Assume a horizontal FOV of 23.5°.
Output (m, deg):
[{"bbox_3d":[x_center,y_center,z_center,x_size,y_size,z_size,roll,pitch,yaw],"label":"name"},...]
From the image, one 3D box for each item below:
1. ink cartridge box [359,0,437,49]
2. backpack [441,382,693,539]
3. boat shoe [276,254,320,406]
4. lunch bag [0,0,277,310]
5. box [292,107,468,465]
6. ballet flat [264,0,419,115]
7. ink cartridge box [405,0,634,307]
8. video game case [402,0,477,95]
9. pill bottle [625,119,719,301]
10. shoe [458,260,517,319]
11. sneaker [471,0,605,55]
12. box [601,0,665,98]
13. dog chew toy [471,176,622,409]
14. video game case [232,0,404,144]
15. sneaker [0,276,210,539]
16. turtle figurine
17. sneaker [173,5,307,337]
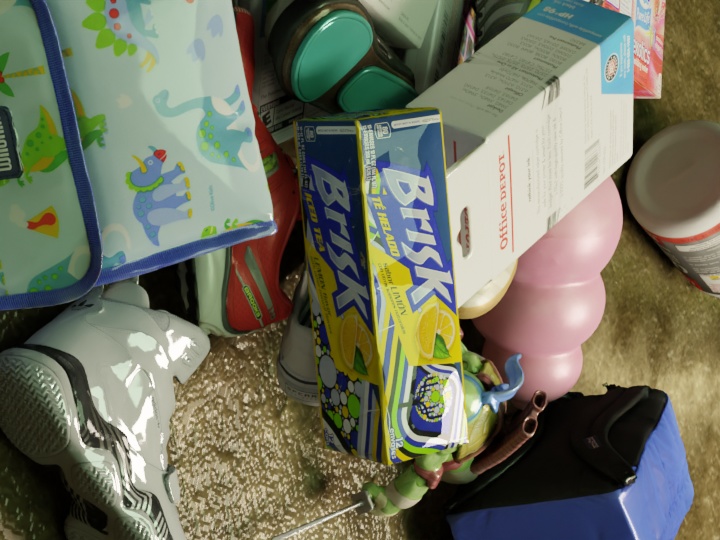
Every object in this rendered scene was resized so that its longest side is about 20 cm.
[{"bbox_3d":[0.025,-0.257,1.074,0.161,0.050,0.201,28,79,-63],"label":"ink cartridge box"},{"bbox_3d":[0.169,0.187,1.335,0.200,0.161,0.169,-52,130,-59],"label":"backpack"},{"bbox_3d":[0.000,0.000,1.120,0.201,0.073,0.067,-72,172,-47],"label":"boat shoe"},{"bbox_3d":[-0.159,-0.079,0.881,0.199,0.127,0.171,-16,105,-23],"label":"lunch bag"},{"bbox_3d":[0.012,0.007,1.017,0.064,0.070,0.202,-12,100,-35],"label":"box"},{"bbox_3d":[-0.022,-0.132,1.044,0.068,0.068,0.200,-43,161,3],"label":"ballet flat"},{"bbox_3d":[0.093,-0.079,1.110,0.200,0.066,0.116,-39,140,-32],"label":"ink cartridge box"},{"bbox_3d":[0.066,-0.185,1.231,0.182,0.024,0.202,42,56,-73],"label":"video game case"},{"bbox_3d":[0.333,-0.044,1.595,0.200,0.115,0.117,40,60,-49],"label":"pill bottle"},{"bbox_3d":[0.083,-0.052,1.203,0.054,0.069,0.201,86,16,-46],"label":"shoe"},{"bbox_3d":[0.107,-0.168,1.206,0.201,0.081,0.074,-59,146,-16],"label":"sneaker"},{"bbox_3d":[0.170,-0.198,1.337,0.200,0.094,0.103,8,86,-68],"label":"box"},{"bbox_3d":[0.135,0.008,1.318,0.124,0.124,0.202,-21,117,-53],"label":"dog chew toy"},{"bbox_3d":[-0.019,-0.183,1.113,0.200,0.022,0.184,-31,135,-51],"label":"video game case"},{"bbox_3d":[-0.124,0.095,0.980,0.115,0.075,0.201,-51,128,-36],"label":"sneaker"},{"bbox_3d":[0.026,0.091,1.200,0.194,0.199,0.145,40,27,-74],"label":"turtle figurine"},{"bbox_3d":[-0.069,-0.060,1.032,0.084,0.077,0.202,-5,108,-21],"label":"sneaker"}]
